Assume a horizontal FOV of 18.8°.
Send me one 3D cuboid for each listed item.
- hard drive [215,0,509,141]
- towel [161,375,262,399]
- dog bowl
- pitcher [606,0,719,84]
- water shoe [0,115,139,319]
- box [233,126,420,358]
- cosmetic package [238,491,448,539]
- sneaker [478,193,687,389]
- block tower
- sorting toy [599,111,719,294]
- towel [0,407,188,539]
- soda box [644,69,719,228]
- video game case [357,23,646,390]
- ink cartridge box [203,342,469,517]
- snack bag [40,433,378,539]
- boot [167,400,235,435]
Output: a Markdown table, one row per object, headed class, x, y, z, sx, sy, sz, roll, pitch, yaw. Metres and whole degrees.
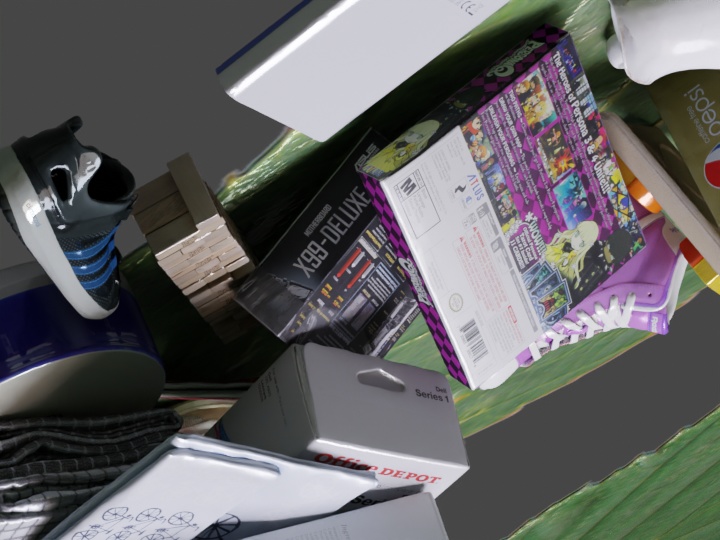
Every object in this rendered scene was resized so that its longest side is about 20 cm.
| class | x | y | z | sx | sy | sz | roll | pitch | yaw |
| --- | --- | --- | --- | --- | --- | --- | --- | --- | --- |
| hard drive | 0.018 | -0.163 | 1.395 | 0.199 | 0.025 | 0.132 | -36 | 156 | 17 |
| towel | -0.069 | 0.096 | 1.761 | 0.143 | 0.023 | 0.199 | -3 | 174 | 37 |
| dog bowl | -0.241 | 0.079 | 1.539 | 0.199 | 0.079 | 0.200 | -24 | 157 | -11 |
| pitcher | 0.267 | -0.191 | 1.528 | 0.199 | 0.122 | 0.172 | -18 | 177 | 3 |
| water shoe | -0.173 | -0.029 | 1.400 | 0.079 | 0.072 | 0.200 | -30 | 158 | -1 |
| box | 0.000 | 0.000 | 1.606 | 0.158 | 0.050 | 0.200 | -51 | 158 | -3 |
| cosmetic package | -0.038 | 0.230 | 1.549 | 0.198 | 0.074 | 0.102 | -12 | 153 | -18 |
| sneaker | 0.174 | 0.032 | 1.680 | 0.201 | 0.114 | 0.073 | -49 | 159 | -5 |
| block tower | -0.109 | -0.012 | 1.531 | 0.058 | 0.054 | 0.200 | -29 | 157 | -1 |
| sorting toy | 0.257 | -0.039 | 1.678 | 0.036 | 0.186 | 0.200 | -42 | 165 | 14 |
| towel | -0.222 | 0.170 | 1.546 | 0.199 | 0.086 | 0.166 | -7 | 148 | -37 |
| soda box | 0.281 | -0.084 | 1.622 | 0.064 | 0.201 | 0.068 | -37 | 133 | 17 |
| video game case | 0.106 | -0.044 | 1.549 | 0.181 | 0.036 | 0.201 | -39 | 127 | -17 |
| ink cartridge box | -0.037 | 0.151 | 1.598 | 0.144 | 0.084 | 0.200 | 13 | 137 | -35 |
| snack bag | -0.113 | 0.178 | 1.500 | 0.199 | 0.022 | 0.188 | 16 | 135 | -45 |
| boot | -0.132 | 0.185 | 1.782 | 0.199 | 0.155 | 0.072 | -5 | 147 | -48 |
